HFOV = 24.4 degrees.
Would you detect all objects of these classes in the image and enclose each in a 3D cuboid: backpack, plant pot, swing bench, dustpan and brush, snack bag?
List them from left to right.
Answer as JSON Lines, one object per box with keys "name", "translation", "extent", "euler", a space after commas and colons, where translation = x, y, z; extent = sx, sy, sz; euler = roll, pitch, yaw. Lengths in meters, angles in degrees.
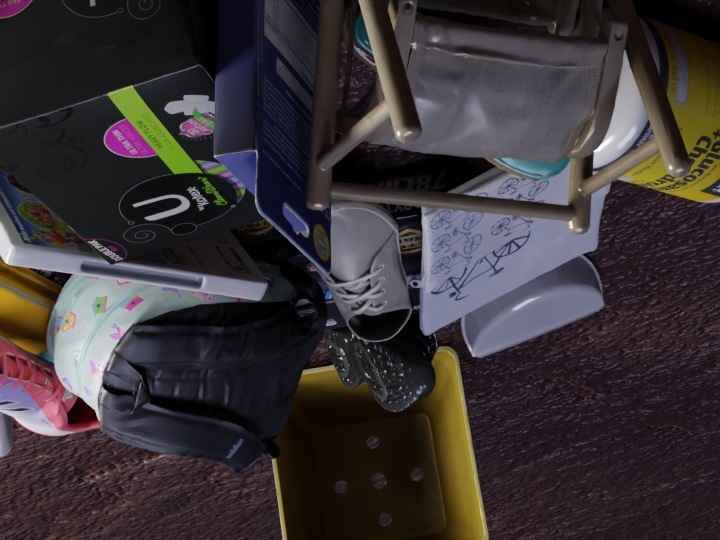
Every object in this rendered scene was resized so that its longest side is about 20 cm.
{"name": "backpack", "translation": [-0.138, 0.062, 1.277], "extent": [0.199, 0.126, 0.168], "euler": [2, 112, -43]}
{"name": "plant pot", "translation": [0.017, 0.206, 1.712], "extent": [0.198, 0.202, 0.176], "euler": [-10, 167, 1]}
{"name": "swing bench", "translation": [0.074, -0.141, 0.990], "extent": [0.197, 0.202, 0.130], "euler": [5, 161, -26]}
{"name": "snack bag", "translation": [0.124, -0.030, 1.334], "extent": [0.187, 0.021, 0.201], "euler": [-27, 152, -16]}
{"name": "dustpan and brush", "translation": [0.149, 0.006, 1.496], "extent": [0.138, 0.058, 0.200], "euler": [-21, 161, 0]}

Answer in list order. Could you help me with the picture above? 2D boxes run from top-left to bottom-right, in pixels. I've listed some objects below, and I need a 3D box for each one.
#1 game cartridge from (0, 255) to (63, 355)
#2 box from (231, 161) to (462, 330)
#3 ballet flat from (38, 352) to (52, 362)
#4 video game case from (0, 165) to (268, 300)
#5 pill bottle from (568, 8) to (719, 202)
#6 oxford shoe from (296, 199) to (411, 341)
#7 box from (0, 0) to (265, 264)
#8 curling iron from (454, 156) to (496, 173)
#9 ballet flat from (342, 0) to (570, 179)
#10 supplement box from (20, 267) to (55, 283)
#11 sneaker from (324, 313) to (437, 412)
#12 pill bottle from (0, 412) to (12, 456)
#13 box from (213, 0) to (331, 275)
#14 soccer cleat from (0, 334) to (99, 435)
{"name": "game cartridge", "translation": [-0.333, 0.039, 1.273], "extent": [0.198, 0.033, 0.176], "euler": [-18, 153, 22]}
{"name": "box", "translation": [-0.006, -0.012, 1.399], "extent": [0.198, 0.050, 0.199], "euler": [-9, 154, 1]}
{"name": "ballet flat", "translation": [-0.245, 0.065, 1.459], "extent": [0.070, 0.068, 0.200], "euler": [-9, 161, -35]}
{"name": "video game case", "translation": [-0.179, -0.033, 1.200], "extent": [0.199, 0.143, 0.018], "euler": [9, 116, -34]}
{"name": "pill bottle", "translation": [0.231, -0.111, 1.194], "extent": [0.199, 0.113, 0.112], "euler": [11, 148, -37]}
{"name": "oxford shoe", "translation": [0.000, 0.000, 1.305], "extent": [0.074, 0.058, 0.200], "euler": [-10, 152, 9]}
{"name": "box", "translation": [-0.139, -0.112, 1.050], "extent": [0.147, 0.125, 0.200], "euler": [-16, 155, 11]}
{"name": "curling iron", "translation": [0.102, -0.079, 1.315], "extent": [0.049, 0.026, 0.199], "euler": [-32, 148, 27]}
{"name": "ballet flat", "translation": [0.060, -0.131, 1.113], "extent": [0.199, 0.072, 0.068], "euler": [29, 100, -27]}
{"name": "supplement box", "translation": [-0.304, 0.012, 1.329], "extent": [0.108, 0.061, 0.200], "euler": [-1, 154, -17]}
{"name": "sneaker", "translation": [0.033, 0.069, 1.498], "extent": [0.090, 0.077, 0.200], "euler": [-22, -165, -14]}
{"name": "pill bottle", "translation": [-0.408, 0.116, 1.450], "extent": [0.198, 0.113, 0.112], "euler": [-5, 155, -8]}
{"name": "box", "translation": [-0.050, -0.107, 0.996], "extent": [0.032, 0.202, 0.121], "euler": [-8, 158, 18]}
{"name": "soccer cleat", "translation": [-0.258, 0.085, 1.268], "extent": [0.076, 0.067, 0.200], "euler": [4, 164, 17]}
